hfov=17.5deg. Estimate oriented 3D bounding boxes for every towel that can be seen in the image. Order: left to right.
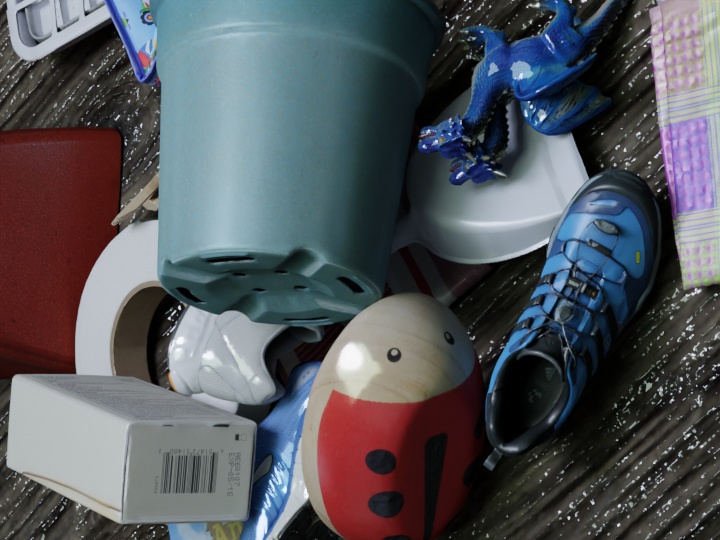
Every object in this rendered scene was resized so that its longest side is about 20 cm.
[{"bbox_3d":[0.000,0.000,1.668,0.200,0.023,0.144,-44,59,30],"label":"towel"},{"bbox_3d":[0.250,-0.097,1.458,0.143,0.023,0.201,-13,77,39],"label":"towel"}]

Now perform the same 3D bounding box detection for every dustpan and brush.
[{"bbox_3d":[0.056,-0.046,1.583,0.199,0.057,0.140,-24,54,10],"label":"dustpan and brush"}]

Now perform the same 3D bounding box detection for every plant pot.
[{"bbox_3d":[-0.324,-0.019,1.852,0.199,0.176,0.201,-2,83,41],"label":"plant pot"},{"bbox_3d":[-0.051,-0.078,1.535,0.200,0.200,0.197,-12,64,40],"label":"plant pot"}]

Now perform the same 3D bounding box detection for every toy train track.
[{"bbox_3d":[-0.124,-0.077,1.725,0.033,0.115,0.200,43,157,-3],"label":"toy train track"}]

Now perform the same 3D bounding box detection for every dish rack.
[{"bbox_3d":[-0.223,-0.281,1.886,0.171,0.043,0.201,-24,69,38],"label":"dish rack"}]

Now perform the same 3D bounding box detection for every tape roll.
[{"bbox_3d":[-0.142,0.061,1.759,0.202,0.037,0.204,1,92,46],"label":"tape roll"}]

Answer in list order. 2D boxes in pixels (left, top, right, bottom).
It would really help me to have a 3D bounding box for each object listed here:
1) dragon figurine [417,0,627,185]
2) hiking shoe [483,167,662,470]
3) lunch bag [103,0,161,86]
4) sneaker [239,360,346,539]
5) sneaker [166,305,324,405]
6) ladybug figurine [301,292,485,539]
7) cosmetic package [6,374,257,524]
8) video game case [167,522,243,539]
[{"bbox_3d":[0.126,-0.128,1.526,0.199,0.059,0.100,-24,54,4],"label":"dragon figurine"},{"bbox_3d":[0.137,0.033,1.486,0.074,0.087,0.201,22,109,5],"label":"hiking shoe"},{"bbox_3d":[-0.130,-0.222,1.724,0.094,0.150,0.200,-52,55,23],"label":"lunch bag"},{"bbox_3d":[-0.048,0.156,1.637,0.089,0.078,0.201,26,95,50],"label":"sneaker"},{"bbox_3d":[-0.057,0.008,1.645,0.092,0.076,0.201,17,71,17],"label":"sneaker"},{"bbox_3d":[0.029,0.110,1.538,0.072,0.135,0.201,42,143,44],"label":"ladybug figurine"},{"bbox_3d":[-0.165,0.124,1.654,0.200,0.103,0.073,12,98,59],"label":"cosmetic package"},{"bbox_3d":[-0.054,0.224,1.685,0.200,0.022,0.183,-26,68,36],"label":"video game case"}]
